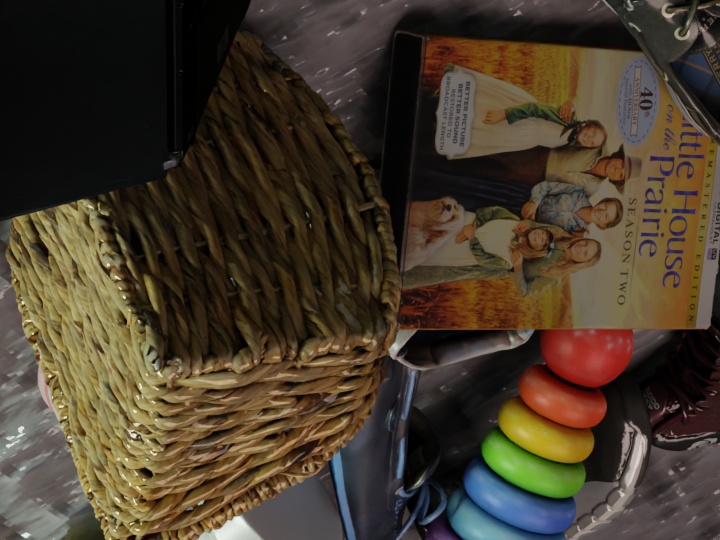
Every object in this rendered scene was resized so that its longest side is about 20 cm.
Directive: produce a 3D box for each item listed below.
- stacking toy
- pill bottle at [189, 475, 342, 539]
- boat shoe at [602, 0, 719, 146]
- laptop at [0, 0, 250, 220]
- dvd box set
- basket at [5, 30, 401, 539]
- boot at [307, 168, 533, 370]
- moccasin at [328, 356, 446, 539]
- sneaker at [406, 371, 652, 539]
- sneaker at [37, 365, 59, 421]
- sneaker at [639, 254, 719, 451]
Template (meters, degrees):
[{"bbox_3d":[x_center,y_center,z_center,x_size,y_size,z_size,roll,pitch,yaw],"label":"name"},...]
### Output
[{"bbox_3d":[0.102,0.107,1.500,0.085,0.085,0.201,9,110,-40],"label":"stacking toy"},{"bbox_3d":[-0.103,0.191,1.498,0.113,0.113,0.200,13,132,-43],"label":"pill bottle"},{"bbox_3d":[0.158,-0.126,1.240,0.069,0.057,0.200,-39,132,3],"label":"boat shoe"},{"bbox_3d":[-0.112,-0.126,1.054,0.103,0.200,0.178,15,144,7],"label":"laptop"},{"bbox_3d":[0.100,-0.042,1.300,0.199,0.029,0.147,2,99,-33],"label":"dvd box set"},{"bbox_3d":[-0.069,0.008,1.188,0.142,0.200,0.149,-10,142,-22],"label":"basket"},{"bbox_3d":[0.000,0.000,1.312,0.199,0.096,0.074,-1,140,-30],"label":"boot"},{"bbox_3d":[0.017,0.111,1.487,0.068,0.081,0.200,-12,146,-3],"label":"moccasin"},{"bbox_3d":[0.091,0.135,1.578,0.115,0.075,0.200,1,140,-29],"label":"sneaker"},{"bbox_3d":[-0.059,0.058,1.336,0.200,0.105,0.076,-12,116,-15],"label":"sneaker"},{"bbox_3d":[0.205,0.060,1.544,0.115,0.076,0.200,-25,147,7],"label":"sneaker"}]
